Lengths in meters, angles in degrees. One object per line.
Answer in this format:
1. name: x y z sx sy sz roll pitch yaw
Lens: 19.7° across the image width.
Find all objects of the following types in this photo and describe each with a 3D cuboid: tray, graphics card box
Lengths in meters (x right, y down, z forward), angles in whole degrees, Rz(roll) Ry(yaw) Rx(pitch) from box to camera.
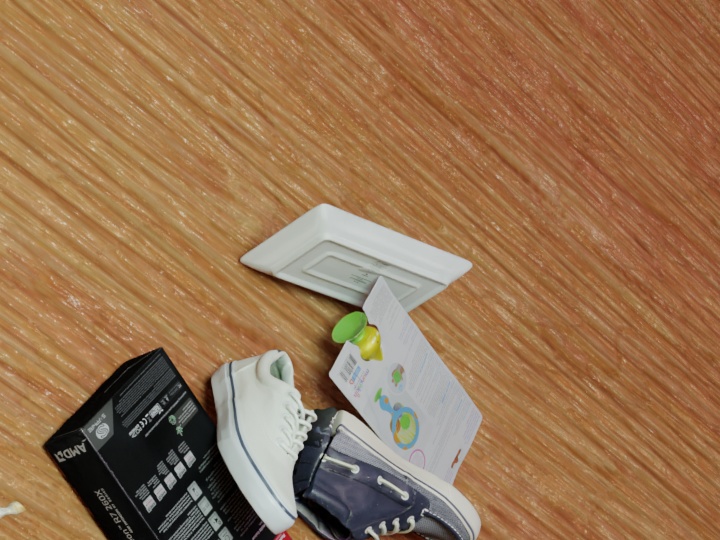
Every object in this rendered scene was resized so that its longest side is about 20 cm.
1. tray: 0.000 0.000 1.836 0.200 0.107 0.022 20 47 -43
2. graphics card box: -0.148 0.176 1.630 0.200 0.051 0.125 58 39 -15

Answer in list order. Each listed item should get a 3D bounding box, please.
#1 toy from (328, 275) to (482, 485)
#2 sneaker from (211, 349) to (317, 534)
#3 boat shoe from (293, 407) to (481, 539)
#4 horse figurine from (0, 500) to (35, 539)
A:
1. toy: 0.031 0.113 1.861 0.200 0.047 0.115 56 47 -36
2. sneaker: -0.072 0.126 1.655 0.073 0.071 0.200 53 10 -36
3. boat shoe: 0.016 0.209 1.798 0.200 0.075 0.093 37 54 -23
4. horse figurine: -0.301 0.187 1.437 0.133 0.050 0.200 -50 121 -29
